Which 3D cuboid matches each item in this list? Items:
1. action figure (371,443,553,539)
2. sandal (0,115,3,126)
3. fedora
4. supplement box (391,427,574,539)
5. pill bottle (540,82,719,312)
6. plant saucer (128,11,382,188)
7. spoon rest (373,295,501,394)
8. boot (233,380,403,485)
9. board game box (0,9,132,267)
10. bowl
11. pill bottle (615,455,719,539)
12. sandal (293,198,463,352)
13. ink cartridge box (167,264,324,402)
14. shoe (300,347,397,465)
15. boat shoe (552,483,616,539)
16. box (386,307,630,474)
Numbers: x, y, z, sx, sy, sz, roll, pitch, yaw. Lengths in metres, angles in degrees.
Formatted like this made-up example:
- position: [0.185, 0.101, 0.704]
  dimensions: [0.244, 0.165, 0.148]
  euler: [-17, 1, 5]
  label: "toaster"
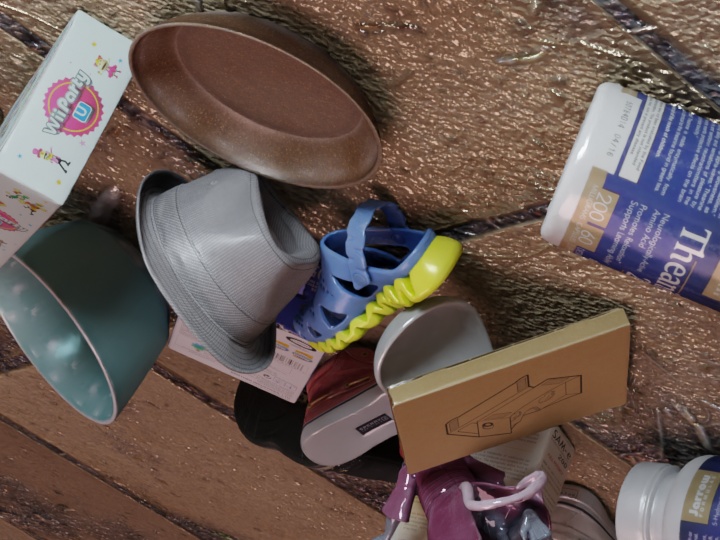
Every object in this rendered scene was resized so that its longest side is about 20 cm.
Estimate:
- position: [0.074, 0.200, 1.626]
  dimensions: [0.200, 0.134, 0.149]
  euler: [-129, 24, -49]
  label: "action figure"
- position: [-0.354, -0.126, 1.617]
  dimensions: [0.070, 0.078, 0.212]
  euler: [39, 154, 15]
  label: "sandal"
- position: [-0.093, -0.019, 1.473]
  dimensions: [0.177, 0.090, 0.200]
  euler: [54, -167, -10]
  label: "fedora"
- position: [0.106, 0.232, 1.751]
  dimensions: [0.126, 0.200, 0.074]
  euler: [9, 155, 30]
  label: "supplement box"
- position: [0.225, -0.034, 1.191]
  dimensions: [0.199, 0.111, 0.111]
  euler: [22, 157, 4]
  label: "pill bottle"
- position: [-0.071, -0.130, 1.362]
  dimensions: [0.200, 0.037, 0.201]
  euler: [20, 156, 10]
  label: "plant saucer"
- position: [0.079, 0.074, 1.548]
  dimensions: [0.061, 0.099, 0.200]
  euler: [45, -169, 30]
  label: "spoon rest"
- position: [-0.026, 0.163, 1.885]
  dimensions: [0.153, 0.074, 0.203]
  euler: [18, -175, -34]
  label: "boot"
- position: [-0.252, -0.097, 1.461]
  dimensions: [0.064, 0.148, 0.200]
  euler: [30, 156, -13]
  label: "board game box"
- position: [-0.253, 0.032, 1.741]
  dimensions: [0.201, 0.105, 0.201]
  euler: [39, 152, 25]
  label: "bowl"
- position: [0.330, 0.224, 1.628]
  dimensions: [0.199, 0.120, 0.120]
  euler: [5, 150, 36]
  label: "pill bottle"
- position: [0.000, 0.000, 1.515]
  dimensions: [0.087, 0.080, 0.200]
  euler: [44, 139, -8]
  label: "sandal"
- position: [-0.088, 0.035, 1.675]
  dimensions: [0.136, 0.077, 0.200]
  euler: [24, 158, -2]
  label: "ink cartridge box"
- position: [0.030, 0.101, 1.718]
  dimensions: [0.200, 0.091, 0.071]
  euler: [-27, 129, 23]
  label: "shoe"
- position: [0.236, 0.291, 1.924]
  dimensions: [0.073, 0.067, 0.200]
  euler: [3, 149, 40]
  label: "boat shoe"
- position: [0.125, 0.103, 1.538]
  dimensions: [0.199, 0.021, 0.164]
  euler: [-19, 153, -3]
  label: "box"
